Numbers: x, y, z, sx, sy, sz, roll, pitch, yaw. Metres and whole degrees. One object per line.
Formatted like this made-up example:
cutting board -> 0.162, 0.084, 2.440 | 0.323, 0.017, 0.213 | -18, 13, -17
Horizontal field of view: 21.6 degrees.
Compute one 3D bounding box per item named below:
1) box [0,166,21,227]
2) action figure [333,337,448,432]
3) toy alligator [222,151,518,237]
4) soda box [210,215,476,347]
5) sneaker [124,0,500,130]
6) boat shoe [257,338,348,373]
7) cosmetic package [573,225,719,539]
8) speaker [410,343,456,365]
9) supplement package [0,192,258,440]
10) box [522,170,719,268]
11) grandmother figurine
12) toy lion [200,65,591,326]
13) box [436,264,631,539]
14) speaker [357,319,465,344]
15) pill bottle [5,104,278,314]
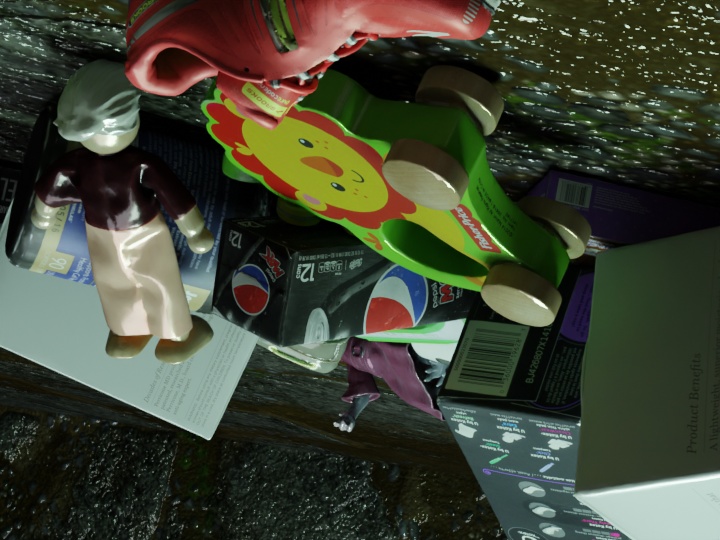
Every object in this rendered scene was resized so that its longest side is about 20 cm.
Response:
box -> -0.283, -0.046, 1.539 | 0.198, 0.050, 0.158 | 12, 170, -2
action figure -> 0.021, 0.066, 1.778 | 0.199, 0.135, 0.149 | 18, -140, 42
toy alligator -> 0.015, -0.056, 1.170 | 0.198, 0.060, 0.054 | 11, -150, 3
soda box -> 0.000, 0.000, 1.215 | 0.070, 0.064, 0.199 | 23, -160, 39
sneaker -> -0.025, -0.105, 0.852 | 0.199, 0.086, 0.077 | 4, 168, 36
boat shoe -> -0.099, 0.018, 1.517 | 0.200, 0.061, 0.072 | 25, -149, 13
cosmetic package -> 0.255, 0.078, 1.120 | 0.199, 0.166, 0.165 | -13, 145, 36
speaker -> 0.137, 0.054, 1.443 | 0.199, 0.082, 0.081 | 17, 175, 36
supplement package -> -0.173, 0.018, 1.388 | 0.199, 0.118, 0.117 | 24, -166, -6
box -> 0.200, -0.012, 1.227 | 0.198, 0.039, 0.137 | 12, 170, -5
grandmother figurine -> -0.148, -0.037, 1.159 | 0.120, 0.061, 0.201 | 0, 126, 9
toy lion -> 0.010, -0.054, 1.075 | 0.191, 0.069, 0.200 | 9, 154, 38
box -> 0.141, 0.099, 1.272 | 0.105, 0.123, 0.201 | 7, 146, 28
speaker -> 0.033, 0.007, 1.382 | 0.199, 0.089, 0.088 | 1, 165, 46
pill bottle -> -0.130, -0.034, 1.268 | 0.198, 0.113, 0.112 | 15, 169, -16
